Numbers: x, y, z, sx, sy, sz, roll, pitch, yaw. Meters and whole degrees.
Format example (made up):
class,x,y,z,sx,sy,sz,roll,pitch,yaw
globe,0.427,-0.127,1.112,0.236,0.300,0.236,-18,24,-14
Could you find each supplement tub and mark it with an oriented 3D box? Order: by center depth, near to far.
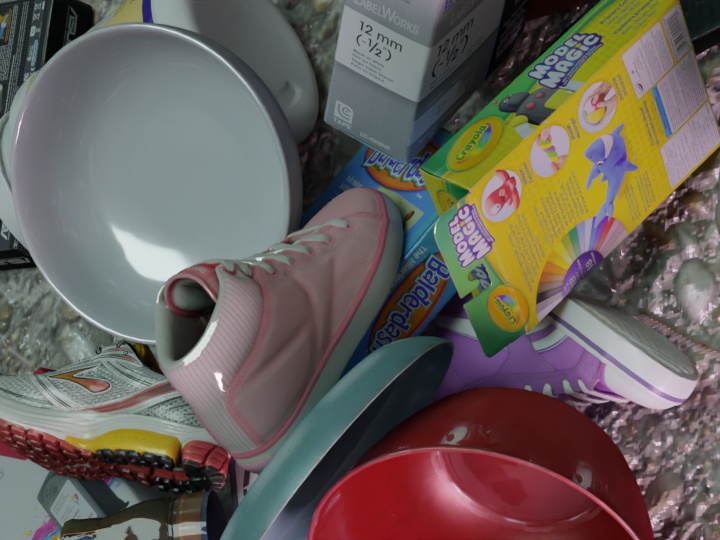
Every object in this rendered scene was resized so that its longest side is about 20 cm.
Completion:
class,x,y,z,sx,sy,sz,roll,pitch,yaw
supplement tub,-0.142,-0.099,1.682,0.200,0.145,0.146,-35,56,28

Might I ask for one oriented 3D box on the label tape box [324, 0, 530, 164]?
class,x,y,z,sx,sy,sz,roll,pitch,yaw
label tape box,0.053,-0.181,1.475,0.066,0.143,0.200,31,139,15

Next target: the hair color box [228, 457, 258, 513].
class,x,y,z,sx,sy,sz,roll,pitch,yaw
hair color box,-0.022,0.167,1.545,0.100,0.060,0.200,-24,62,34

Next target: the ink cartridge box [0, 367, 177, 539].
class,x,y,z,sx,sy,sz,roll,pitch,yaw
ink cartridge box,-0.180,0.183,1.661,0.148,0.086,0.200,-54,47,13

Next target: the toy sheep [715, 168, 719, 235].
class,x,y,z,sx,sy,sz,roll,pitch,yaw
toy sheep,0.251,-0.039,1.333,0.138,0.138,0.200,-22,49,34

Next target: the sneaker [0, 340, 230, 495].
class,x,y,z,sx,sy,sz,roll,pitch,yaw
sneaker,-0.161,0.087,1.591,0.200,0.078,0.082,8,65,25

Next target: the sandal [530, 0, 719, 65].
class,x,y,z,sx,sy,sz,roll,pitch,yaw
sandal,0.155,-0.138,1.502,0.200,0.048,0.075,-39,54,24

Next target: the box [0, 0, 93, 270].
class,x,y,z,sx,sy,sz,roll,pitch,yaw
box,-0.279,-0.099,1.870,0.160,0.044,0.201,-6,71,40

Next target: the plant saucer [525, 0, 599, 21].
class,x,y,z,sx,sy,sz,roll,pitch,yaw
plant saucer,0.102,-0.257,1.597,0.199,0.037,0.201,-12,67,38

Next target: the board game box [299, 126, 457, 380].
class,x,y,z,sx,sy,sz,roll,pitch,yaw
board game box,0.000,0.000,1.528,0.200,0.045,0.152,-49,26,0

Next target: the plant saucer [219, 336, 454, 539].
class,x,y,z,sx,sy,sz,roll,pitch,yaw
plant saucer,-0.020,0.110,1.405,0.027,0.200,0.200,39,104,12

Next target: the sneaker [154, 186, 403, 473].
class,x,y,z,sx,sy,sz,roll,pitch,yaw
sneaker,-0.049,0.007,1.425,0.075,0.105,0.200,-19,36,46

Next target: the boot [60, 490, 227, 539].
class,x,y,z,sx,sy,sz,roll,pitch,yaw
boot,-0.121,0.231,1.546,0.097,0.075,0.200,-5,106,9

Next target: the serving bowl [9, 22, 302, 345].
class,x,y,z,sx,sy,sz,roll,pitch,yaw
serving bowl,-0.118,-0.057,1.561,0.200,0.066,0.201,6,104,25

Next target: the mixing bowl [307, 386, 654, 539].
class,x,y,z,sx,sy,sz,roll,pitch,yaw
mixing bowl,0.080,0.138,1.402,0.200,0.200,0.108,-23,28,33

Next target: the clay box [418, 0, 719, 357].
class,x,y,z,sx,sy,sz,roll,pitch,yaw
clay box,0.111,-0.056,1.409,0.200,0.115,0.048,-42,43,-19

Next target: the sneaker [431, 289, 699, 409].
class,x,y,z,sx,sy,sz,roll,pitch,yaw
sneaker,0.110,0.067,1.462,0.200,0.073,0.115,29,97,54
